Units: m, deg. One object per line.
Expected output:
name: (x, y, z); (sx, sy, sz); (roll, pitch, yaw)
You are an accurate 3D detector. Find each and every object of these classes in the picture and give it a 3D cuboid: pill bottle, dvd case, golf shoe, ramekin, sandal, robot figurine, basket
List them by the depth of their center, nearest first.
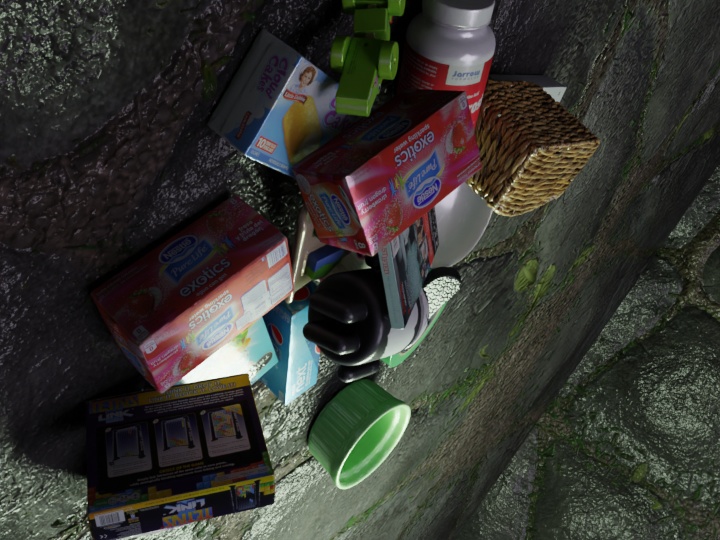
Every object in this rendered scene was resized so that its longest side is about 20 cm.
pill bottle: (0.105, -0.251, 0.986); (0.112, 0.112, 0.201); (-31, 146, -34)
dvd case: (0.063, -0.043, 1.006); (0.201, 0.022, 0.147); (-64, 149, -52)
robot figurine: (0.011, 0.059, 1.053); (0.150, 0.126, 0.199); (-39, 163, 30)
basket: (0.221, -0.177, 1.149); (0.199, 0.149, 0.143); (-15, 146, -47)
golf shoe: (0.000, 0.000, 1.170); (0.092, 0.075, 0.200); (-58, 154, 4)
sandal: (0.080, 0.051, 1.232); (0.075, 0.048, 0.200); (23, 131, -35)
ramekin: (-0.006, 0.303, 1.493); (0.200, 0.097, 0.201); (-38, 150, -27)

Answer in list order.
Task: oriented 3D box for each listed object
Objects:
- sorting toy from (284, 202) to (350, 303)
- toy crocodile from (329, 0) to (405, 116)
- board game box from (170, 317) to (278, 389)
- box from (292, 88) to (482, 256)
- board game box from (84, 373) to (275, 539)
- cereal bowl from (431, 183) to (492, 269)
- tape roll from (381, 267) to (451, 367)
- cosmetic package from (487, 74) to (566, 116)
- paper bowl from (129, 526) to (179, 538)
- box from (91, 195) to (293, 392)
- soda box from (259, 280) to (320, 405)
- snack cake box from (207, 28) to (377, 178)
sorting toy: (-0.015, -0.059, 0.992); (0.200, 0.036, 0.186); (-41, 162, -31)
toy crocodile: (0.012, -0.249, 0.834); (0.062, 0.067, 0.202); (66, 31, -66)
board game box: (-0.192, 0.107, 1.025); (0.151, 0.047, 0.201); (-41, 151, -20)
box: (0.035, -0.116, 0.880); (0.200, 0.095, 0.100); (-38, 125, -29)
board game box: (-0.210, 0.208, 0.905); (0.198, 0.166, 0.057); (-8, 127, -14)
cereal bowl: (0.113, -0.109, 1.176); (0.199, 0.083, 0.202); (-24, 125, -38)
tape roll: (0.094, 0.073, 1.375); (0.201, 0.048, 0.201); (-48, 162, -21)
cosmetic package: (0.243, -0.239, 1.282); (0.199, 0.052, 0.152); (-16, 137, -49)
paper bowl: (-0.245, 0.269, 1.023); (0.199, 0.105, 0.201); (-16, 157, -7)
box: (-0.179, 0.023, 0.874); (0.200, 0.095, 0.100); (-39, 150, -24)
soda box: (-0.100, 0.100, 1.142); (0.068, 0.064, 0.201); (-31, 147, -34)
snack cake box: (-0.063, -0.166, 0.875); (0.116, 0.067, 0.200); (-56, 153, 10)
